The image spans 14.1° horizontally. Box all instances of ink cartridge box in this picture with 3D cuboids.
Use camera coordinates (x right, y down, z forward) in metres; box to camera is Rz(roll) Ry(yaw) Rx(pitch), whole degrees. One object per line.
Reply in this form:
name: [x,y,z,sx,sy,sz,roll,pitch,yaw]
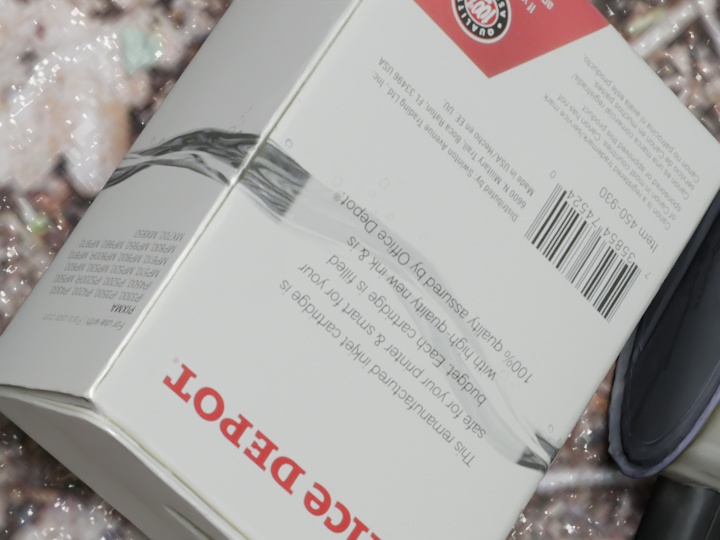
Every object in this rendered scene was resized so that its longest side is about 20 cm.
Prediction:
ink cartridge box: [0.000,0.000,0.879,0.147,0.083,0.200,44,69,-28]

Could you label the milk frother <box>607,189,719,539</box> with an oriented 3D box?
milk frother: [0.189,0.067,0.885,0.188,0.200,0.181,21,78,-12]
